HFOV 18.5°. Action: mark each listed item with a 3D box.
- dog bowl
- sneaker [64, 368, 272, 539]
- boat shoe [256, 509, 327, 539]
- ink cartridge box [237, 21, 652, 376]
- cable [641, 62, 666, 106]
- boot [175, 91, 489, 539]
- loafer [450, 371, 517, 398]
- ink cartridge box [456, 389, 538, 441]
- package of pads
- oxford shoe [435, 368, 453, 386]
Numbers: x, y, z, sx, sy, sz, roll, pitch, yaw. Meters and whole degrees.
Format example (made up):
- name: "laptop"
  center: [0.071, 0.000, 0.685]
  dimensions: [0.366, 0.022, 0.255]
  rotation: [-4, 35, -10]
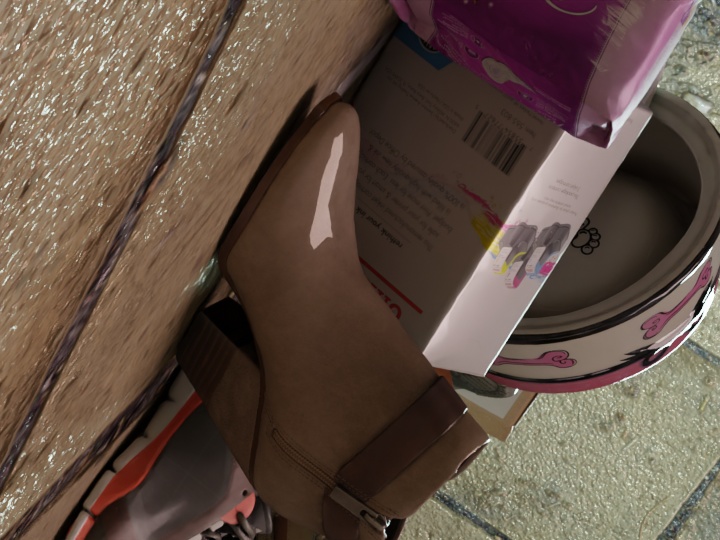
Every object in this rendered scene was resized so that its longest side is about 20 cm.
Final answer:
- name: "dog bowl"
  center: [0.119, -0.016, 1.265]
  dimensions: [0.201, 0.199, 0.074]
  rotation: [-54, 142, -29]
- name: "sneaker"
  center: [-0.087, 0.120, 1.106]
  dimensions: [0.201, 0.082, 0.077]
  rotation: [-56, 175, -11]
- name: "boat shoe"
  center: [-0.024, 0.134, 1.178]
  dimensions: [0.075, 0.072, 0.201]
  rotation: [-1, 108, -41]
- name: "ink cartridge box"
  center: [0.038, -0.030, 1.097]
  dimensions: [0.068, 0.115, 0.201]
  rotation: [14, 112, -53]
- name: "cable"
  center: [0.131, -0.165, 1.204]
  dimensions: [0.200, 0.069, 0.201]
  rotation: [-49, 150, -48]
- name: "boot"
  center: [-0.002, 0.036, 1.011]
  dimensions: [0.070, 0.146, 0.200]
  rotation: [-35, 160, -46]
- name: "loafer"
  center: [0.055, 0.033, 1.389]
  dimensions: [0.070, 0.075, 0.200]
  rotation: [-53, -154, -13]
- name: "ink cartridge box"
  center: [0.126, -0.012, 1.468]
  dimensions: [0.200, 0.075, 0.165]
  rotation: [-60, -179, 45]
- name: "package of pads"
  center: [0.114, -0.169, 0.993]
  dimensions: [0.201, 0.120, 0.076]
  rotation: [-57, 172, -4]
- name: "oxford shoe"
  center: [-0.032, 0.098, 1.279]
  dimensions: [0.199, 0.072, 0.071]
  rotation: [-29, -176, -12]
